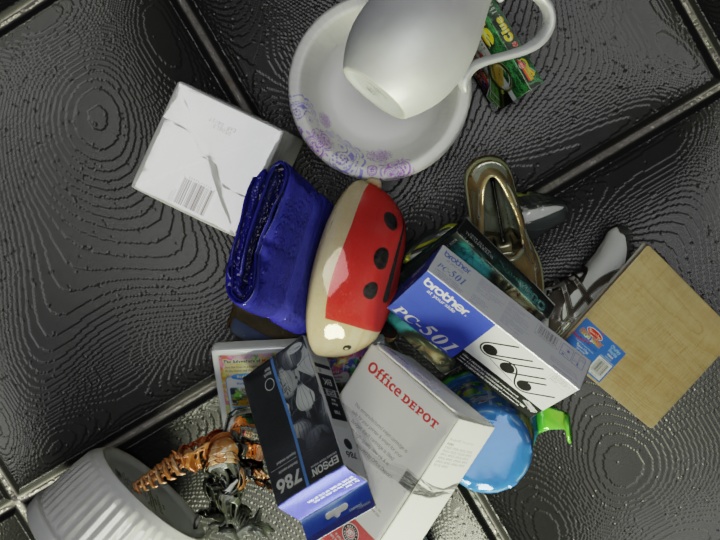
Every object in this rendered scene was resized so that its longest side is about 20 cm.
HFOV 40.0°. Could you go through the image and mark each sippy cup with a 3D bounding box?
[{"bbox_3d":[0.142,0.190,1.128,0.178,0.130,0.140,-43,92,6],"label":"sippy cup"}]

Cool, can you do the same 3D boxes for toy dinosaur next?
[{"bbox_3d":[-0.150,0.224,1.116,0.199,0.102,0.136,-5,96,-2],"label":"toy dinosaur"}]

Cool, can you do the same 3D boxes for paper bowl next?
[{"bbox_3d":[0.023,-0.201,1.109,0.200,0.104,0.202,0,96,4],"label":"paper bowl"}]

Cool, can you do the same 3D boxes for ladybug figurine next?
[{"bbox_3d":[0.000,0.000,1.060,0.072,0.136,0.201,14,94,20],"label":"ladybug figurine"}]

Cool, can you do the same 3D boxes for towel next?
[{"bbox_3d":[-0.076,-0.017,1.029,0.049,0.200,0.148,14,81,21],"label":"towel"}]

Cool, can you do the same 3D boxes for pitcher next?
[{"bbox_3d":[0.092,-0.241,1.001,0.171,0.121,0.200,38,86,-14],"label":"pitcher"}]

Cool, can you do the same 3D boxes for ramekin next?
[{"bbox_3d":[-0.269,0.294,1.131,0.200,0.200,0.105,42,87,-1],"label":"ramekin"}]

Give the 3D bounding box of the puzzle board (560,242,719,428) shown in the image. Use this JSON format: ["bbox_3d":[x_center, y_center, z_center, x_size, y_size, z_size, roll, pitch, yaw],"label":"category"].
[{"bbox_3d":[0.325,0.077,1.121,0.200,0.017,0.151,37,97,-30],"label":"puzzle board"}]

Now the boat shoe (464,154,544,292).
[{"bbox_3d":[0.155,-0.021,1.065,0.071,0.076,0.201,-20,111,6],"label":"boat shoe"}]

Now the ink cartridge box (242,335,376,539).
[{"bbox_3d":[-0.059,0.179,1.055,0.099,0.039,0.201,-36,57,23],"label":"ink cartridge box"}]

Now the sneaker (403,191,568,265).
[{"bbox_3d":[0.149,-0.026,1.144,0.199,0.075,0.085,-21,109,8],"label":"sneaker"}]

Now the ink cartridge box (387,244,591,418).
[{"bbox_3d":[0.134,0.067,1.040,0.200,0.094,0.044,38,53,-5],"label":"ink cartridge box"}]

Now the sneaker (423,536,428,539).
[{"bbox_3d":[0.027,0.301,1.139,0.073,0.112,0.200,-29,102,16],"label":"sneaker"}]

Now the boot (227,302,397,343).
[{"bbox_3d":[-0.061,0.060,1.170,0.199,0.075,0.097,25,119,-5],"label":"boot"}]

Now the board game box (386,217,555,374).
[{"bbox_3d":[0.104,0.035,1.092,0.135,0.200,0.028,43,54,-6],"label":"board game box"}]

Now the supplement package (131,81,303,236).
[{"bbox_3d":[-0.148,-0.119,1.078,0.121,0.200,0.120,25,96,1],"label":"supplement package"}]

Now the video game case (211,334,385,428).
[{"bbox_3d":[-0.065,0.163,1.163,0.199,0.024,0.183,-3,114,4],"label":"video game case"}]

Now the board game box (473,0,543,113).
[{"bbox_3d":[0.125,-0.277,1.096,0.023,0.105,0.200,-32,93,-17],"label":"board game box"}]

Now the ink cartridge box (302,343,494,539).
[{"bbox_3d":[0.027,0.203,1.059,0.147,0.083,0.200,39,100,40],"label":"ink cartridge box"}]

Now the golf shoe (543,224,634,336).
[{"bbox_3d":[0.244,0.031,1.134,0.094,0.078,0.201,24,95,1],"label":"golf shoe"}]
